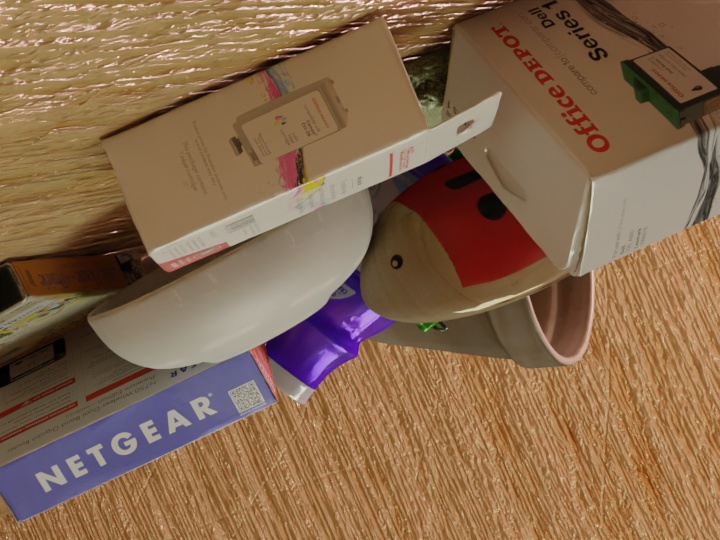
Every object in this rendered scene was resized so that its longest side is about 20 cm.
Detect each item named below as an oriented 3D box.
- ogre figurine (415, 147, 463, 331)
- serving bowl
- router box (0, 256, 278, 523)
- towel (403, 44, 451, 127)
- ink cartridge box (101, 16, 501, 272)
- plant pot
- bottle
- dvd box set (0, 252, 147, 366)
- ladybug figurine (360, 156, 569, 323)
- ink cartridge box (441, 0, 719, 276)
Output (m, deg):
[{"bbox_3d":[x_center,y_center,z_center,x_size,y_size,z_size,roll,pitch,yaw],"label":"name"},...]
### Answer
[{"bbox_3d":[0.092,-0.056,1.654,0.098,0.201,0.120,17,-167,-26],"label":"ogre figurine"},{"bbox_3d":[-0.074,0.011,1.455,0.199,0.066,0.200,-27,-174,3],"label":"serving bowl"},{"bbox_3d":[-0.167,0.068,1.581,0.199,0.049,0.180,-25,-149,4],"label":"router box"},{"bbox_3d":[0.004,-0.088,1.382,0.199,0.037,0.148,-23,174,-22],"label":"towel"},{"bbox_3d":[-0.029,-0.072,1.202,0.199,0.068,0.116,-23,176,-2],"label":"ink cartridge box"},{"bbox_3d":[0.079,-0.012,1.849,0.172,0.202,0.200,-8,-178,22],"label":"plant pot"},{"bbox_3d":[0.000,0.000,1.589,0.200,0.083,0.065,-53,148,1],"label":"bottle"},{"bbox_3d":[-0.238,0.033,1.489,0.146,0.030,0.200,-27,174,17],"label":"dvd box set"},{"bbox_3d":[0.087,-0.034,1.489,0.199,0.072,0.136,-26,-152,-22],"label":"ladybug figurine"},{"bbox_3d":[0.167,-0.102,1.307,0.199,0.146,0.085,-23,144,-23],"label":"ink cartridge box"}]
